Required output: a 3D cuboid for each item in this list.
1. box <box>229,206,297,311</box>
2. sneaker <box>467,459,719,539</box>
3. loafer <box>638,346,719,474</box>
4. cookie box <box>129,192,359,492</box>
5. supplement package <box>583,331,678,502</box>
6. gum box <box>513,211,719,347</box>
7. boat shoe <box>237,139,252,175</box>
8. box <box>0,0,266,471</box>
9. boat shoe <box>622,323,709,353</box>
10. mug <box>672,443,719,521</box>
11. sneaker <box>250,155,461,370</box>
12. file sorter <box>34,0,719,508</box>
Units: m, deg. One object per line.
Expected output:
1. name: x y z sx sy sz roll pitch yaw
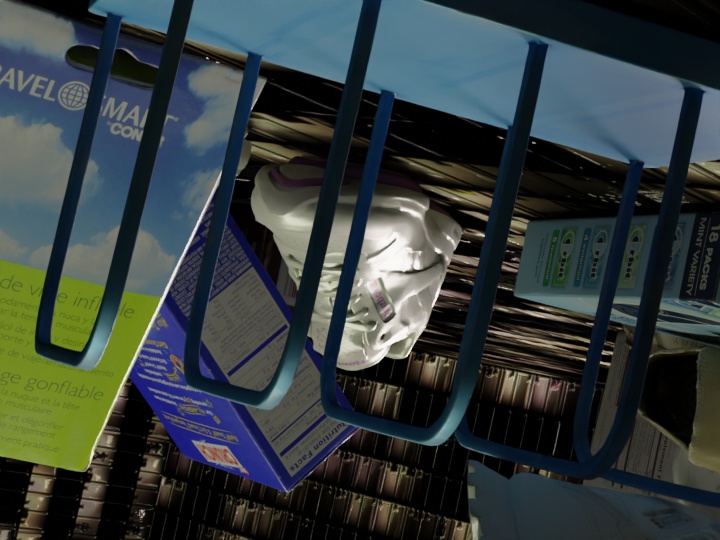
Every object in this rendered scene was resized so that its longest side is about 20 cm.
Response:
1. box: -0.080 -0.004 1.268 0.100 0.075 0.200 15 174 -33
2. sneaker: 0.070 0.090 0.485 0.080 0.077 0.200 0 179 7
3. loafer: 0.195 0.074 0.833 0.067 0.076 0.200 6 178 -20
4. cookie box: -0.110 0.037 1.142 0.171 0.075 0.200 5 130 60
5. supplement package: 0.331 0.150 1.529 0.152 0.151 0.200 16 175 -34
6. gum box: 0.193 0.013 0.838 0.170 0.045 0.200 14 175 -20
7. boat shoe: -0.117 -0.043 0.860 0.072 0.069 0.200 15 175 -33
8. box: -0.132 -0.017 0.691 0.122 0.200 0.048 14 -152 -27
9. boat shoe: 0.213 0.054 1.188 0.072 0.065 0.200 12 176 2
10. mug: 0.299 0.109 1.109 0.200 0.148 0.175 -39 160 31
11. sneaker: 0.000 0.000 0.882 0.075 0.100 0.200 13 175 24
12. file sorter: 0.018 -0.013 0.500 0.200 0.123 0.139 13 176 -17
